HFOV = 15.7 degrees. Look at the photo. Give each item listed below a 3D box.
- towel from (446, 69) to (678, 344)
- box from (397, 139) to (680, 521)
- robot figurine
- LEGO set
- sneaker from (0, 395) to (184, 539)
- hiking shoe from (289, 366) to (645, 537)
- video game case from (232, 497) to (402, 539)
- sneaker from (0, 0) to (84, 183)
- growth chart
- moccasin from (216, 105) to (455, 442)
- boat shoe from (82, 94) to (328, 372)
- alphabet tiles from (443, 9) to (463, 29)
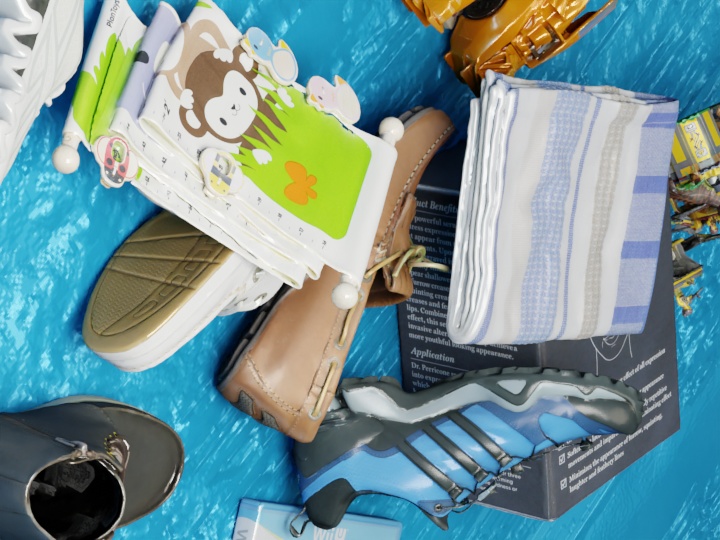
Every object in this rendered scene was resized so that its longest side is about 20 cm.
[{"bbox_3d":[0.115,-0.032,1.443,0.200,0.024,0.147,0,99,-54],"label":"towel"},{"bbox_3d":[0.106,0.023,1.554,0.148,0.107,0.201,-28,121,-47],"label":"box"},{"bbox_3d":[0.119,-0.193,1.491,0.200,0.058,0.145,-41,135,1],"label":"robot figurine"},{"bbox_3d":[0.220,-0.040,1.653,0.200,0.154,0.116,-25,91,-61],"label":"LEGO set"},{"bbox_3d":[-0.129,0.106,1.250,0.200,0.106,0.075,1,98,-54],"label":"sneaker"},{"bbox_3d":[0.059,0.099,1.441,0.074,0.199,0.087,25,61,-81],"label":"hiking shoe"},{"bbox_3d":[-0.041,0.234,1.481,0.143,0.018,0.201,15,86,-54],"label":"video game case"},{"bbox_3d":[-0.166,-0.085,1.189,0.081,0.075,0.200,39,67,-60],"label":"sneaker"},{"bbox_3d":[-0.061,-0.068,1.301,0.200,0.018,0.145,28,52,-30],"label":"growth chart"},{"bbox_3d":[0.001,-0.001,1.413,0.078,0.074,0.202,32,65,-6],"label":"moccasin"},{"bbox_3d":[-0.067,-0.007,1.339,0.200,0.071,0.069,-51,135,-36],"label":"boat shoe"},{"bbox_3d":[0.079,-0.248,1.534,0.200,0.008,0.167,-59,140,-27],"label":"alphabet tiles"}]
